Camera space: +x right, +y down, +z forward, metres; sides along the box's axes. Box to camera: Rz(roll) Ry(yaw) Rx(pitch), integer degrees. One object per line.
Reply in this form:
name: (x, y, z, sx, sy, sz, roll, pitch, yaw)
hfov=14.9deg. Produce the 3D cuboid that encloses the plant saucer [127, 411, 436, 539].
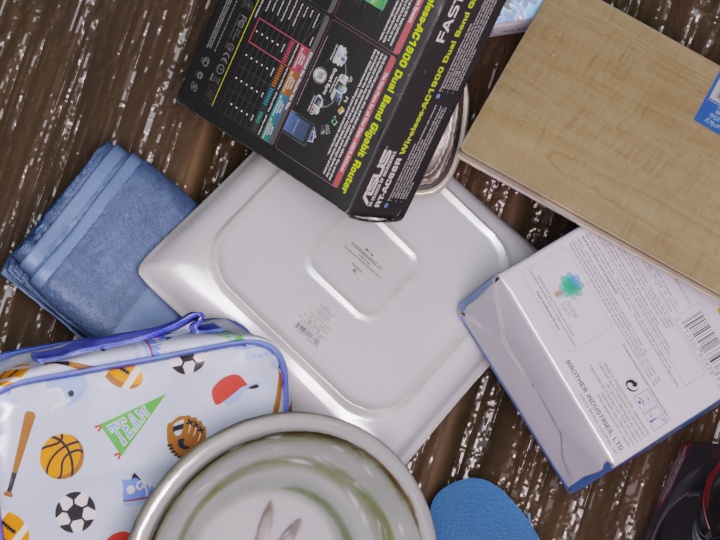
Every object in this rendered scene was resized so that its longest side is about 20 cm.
plant saucer: (-0.052, 0.175, 1.562, 0.199, 0.050, 0.201, -5, 100, -26)

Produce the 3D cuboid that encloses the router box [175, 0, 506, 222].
router box: (-0.003, -0.150, 1.615, 0.150, 0.062, 0.201, 35, 107, 32)

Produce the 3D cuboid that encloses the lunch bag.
lunch bag: (-0.130, 0.107, 1.587, 0.199, 0.076, 0.161, -10, 102, -21)

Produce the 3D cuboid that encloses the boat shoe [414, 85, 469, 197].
boat shoe: (0.032, -0.146, 1.664, 0.071, 0.060, 0.201, 0, 85, -3)

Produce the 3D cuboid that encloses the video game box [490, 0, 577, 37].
video game box: (0.030, -0.239, 1.725, 0.181, 0.047, 0.201, -9, 85, -3)

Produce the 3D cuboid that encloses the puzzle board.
puzzle board: (0.174, -0.074, 1.660, 0.199, 0.017, 0.151, 29, 58, 2)

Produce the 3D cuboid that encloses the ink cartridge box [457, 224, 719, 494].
ink cartridge box: (0.179, 0.025, 1.674, 0.200, 0.076, 0.137, -30, 86, -24)

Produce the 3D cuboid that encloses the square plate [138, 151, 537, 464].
square plate: (0.000, 0.000, 1.675, 0.200, 0.028, 0.198, 43, 64, 1)

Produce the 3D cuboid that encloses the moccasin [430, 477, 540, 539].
moccasin: (0.091, 0.221, 1.654, 0.080, 0.068, 0.201, -19, 58, -5)

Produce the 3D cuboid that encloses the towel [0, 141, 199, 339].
towel: (-0.110, 0.020, 1.681, 0.200, 0.049, 0.112, 39, 74, -1)

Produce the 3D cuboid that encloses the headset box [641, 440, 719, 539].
headset box: (0.218, 0.182, 1.616, 0.075, 0.200, 0.149, 25, 83, -12)
